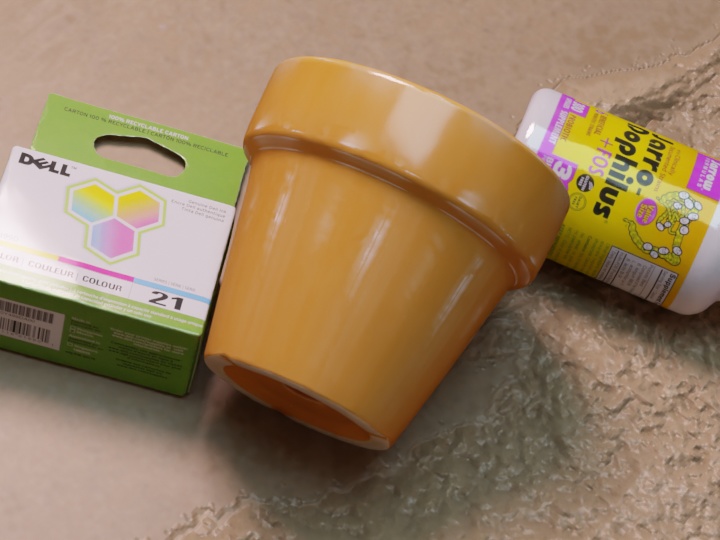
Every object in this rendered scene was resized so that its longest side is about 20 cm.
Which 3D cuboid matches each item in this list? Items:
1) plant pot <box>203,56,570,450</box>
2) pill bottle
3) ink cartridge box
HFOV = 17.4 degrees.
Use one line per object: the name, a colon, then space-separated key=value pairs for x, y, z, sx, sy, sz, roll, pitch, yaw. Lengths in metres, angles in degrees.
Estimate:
plant pot: x=0.000 y=0.000 z=1.419 sx=0.199 sy=0.200 sz=0.184 roll=24 pitch=78 yaw=4
pill bottle: x=0.188 y=-0.037 z=1.543 sx=0.199 sy=0.104 sz=0.104 roll=23 pitch=53 yaw=2
ink cartridge box: x=-0.153 y=-0.038 z=1.476 sx=0.147 sy=0.076 sz=0.201 roll=15 pitch=54 yaw=-3
